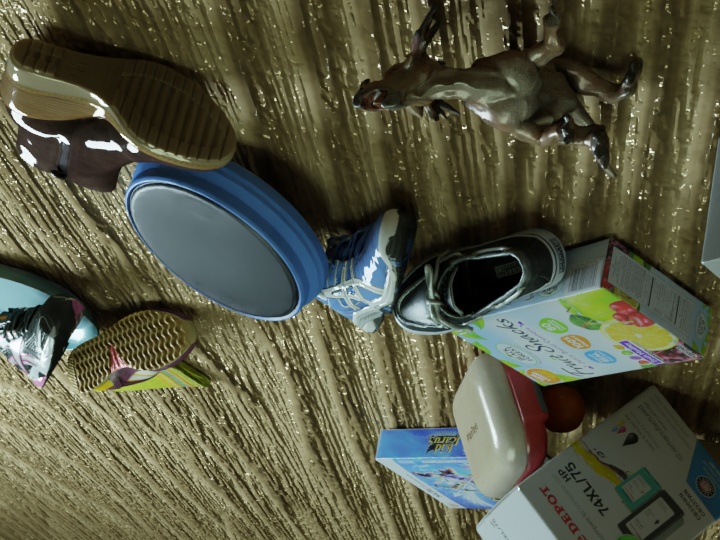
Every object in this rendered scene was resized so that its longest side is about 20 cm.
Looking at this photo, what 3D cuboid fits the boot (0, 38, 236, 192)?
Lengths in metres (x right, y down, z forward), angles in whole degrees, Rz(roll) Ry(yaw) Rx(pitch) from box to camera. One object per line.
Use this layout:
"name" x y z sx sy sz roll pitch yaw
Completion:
"boot" -0.198 -0.109 1.055 0.198 0.073 0.167 24 156 0

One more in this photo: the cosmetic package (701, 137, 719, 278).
"cosmetic package" 0.330 -0.011 0.906 0.199 0.108 0.090 30 151 -33

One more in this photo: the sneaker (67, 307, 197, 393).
"sneaker" -0.252 0.090 1.513 0.198 0.076 0.090 -18 173 33

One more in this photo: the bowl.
"bowl" -0.123 -0.028 1.150 0.199 0.040 0.201 25 152 14

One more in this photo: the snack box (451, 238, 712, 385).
"snack box" 0.193 0.044 1.161 0.141 0.054 0.199 32 151 -29

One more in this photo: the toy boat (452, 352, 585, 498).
"toy boat" 0.176 0.157 1.362 0.129 0.132 0.200 -12 158 -11

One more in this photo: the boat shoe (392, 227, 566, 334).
"boat shoe" 0.086 0.018 1.119 0.068 0.075 0.198 -19 -177 -43

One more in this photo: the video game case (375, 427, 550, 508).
"video game case" 0.149 0.255 1.639 0.198 0.046 0.181 -7 148 40

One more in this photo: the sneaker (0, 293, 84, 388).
"sneaker" -0.380 0.075 1.474 0.086 0.081 0.200 31 147 -8

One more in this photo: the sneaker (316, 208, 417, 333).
"sneaker" 0.000 0.000 1.154 0.076 0.076 0.200 21 154 -3

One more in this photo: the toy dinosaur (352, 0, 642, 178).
"toy dinosaur" 0.099 -0.119 0.853 0.134 0.087 0.199 7 173 41

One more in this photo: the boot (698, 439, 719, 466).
"boot" 0.445 0.215 1.356 0.198 0.073 0.154 24 152 -21

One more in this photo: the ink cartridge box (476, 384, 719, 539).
"ink cartridge box" 0.250 0.249 1.315 0.147 0.199 0.146 52 153 15

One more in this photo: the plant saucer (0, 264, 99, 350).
"plant saucer" -0.402 0.040 1.531 0.197 0.028 0.201 13 156 6

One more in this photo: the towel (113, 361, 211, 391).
"towel" -0.289 0.138 1.682 0.198 0.018 0.086 -8 146 41
